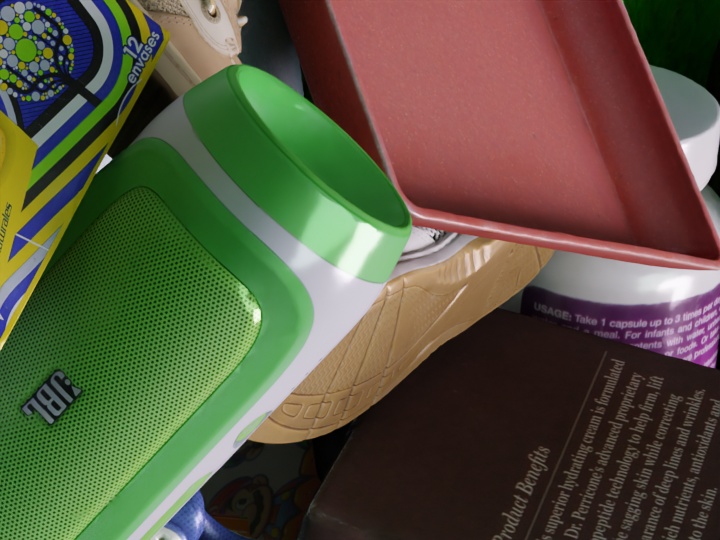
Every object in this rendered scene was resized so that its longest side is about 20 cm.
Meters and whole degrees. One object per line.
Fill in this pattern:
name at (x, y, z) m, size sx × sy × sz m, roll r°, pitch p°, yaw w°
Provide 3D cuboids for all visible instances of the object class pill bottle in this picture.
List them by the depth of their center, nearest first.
pill bottle at (0.098, 0.017, 1.099) m, size 0.112 × 0.112 × 0.200 m, roll -22°, pitch 130°, yaw -39°

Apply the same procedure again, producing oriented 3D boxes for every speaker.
speaker at (-0.077, 0.034, 0.778) m, size 0.200 × 0.088 × 0.088 m, roll -47°, pitch 144°, yaw 14°

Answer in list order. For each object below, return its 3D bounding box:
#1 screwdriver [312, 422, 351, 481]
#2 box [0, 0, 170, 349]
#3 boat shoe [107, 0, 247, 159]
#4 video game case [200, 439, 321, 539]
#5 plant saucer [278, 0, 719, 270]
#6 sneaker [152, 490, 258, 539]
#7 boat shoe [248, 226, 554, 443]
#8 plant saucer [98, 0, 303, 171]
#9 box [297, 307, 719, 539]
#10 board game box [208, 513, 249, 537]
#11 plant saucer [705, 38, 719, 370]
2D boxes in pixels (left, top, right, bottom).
screwdriver at (-0.011, -0.002, 1.003) m, size 0.029 × 0.028 × 0.200 m, roll -59°, pitch 151°, yaw -54°
box at (-0.136, -0.001, 0.740) m, size 0.064 × 0.070 × 0.200 m, roll 36°, pitch 67°, yaw -25°
boat shoe at (-0.065, -0.085, 0.828) m, size 0.065 × 0.071 × 0.200 m, roll -44°, pitch 106°, yaw -25°
video game case at (-0.039, 0.032, 1.027) m, size 0.182 × 0.024 × 0.200 m, roll 4°, pitch 109°, yaw -49°
plant saucer at (0.034, -0.089, 0.942) m, size 0.037 × 0.200 × 0.200 m, roll -33°, pitch 155°, yaw 32°
sneaker at (-0.099, 0.079, 0.883) m, size 0.088 × 0.075 × 0.200 m, roll -35°, pitch 129°, yaw 28°
boat shoe at (0.000, 0.000, 0.954) m, size 0.200 × 0.069 × 0.071 m, roll -29°, pitch 151°, yaw -49°
plant saucer at (-0.091, -0.026, 0.898) m, size 0.201 × 0.039 × 0.201 m, roll -19°, pitch 122°, yaw -33°
box at (0.086, 0.137, 1.001) m, size 0.166 × 0.200 × 0.164 m, roll -57°, pitch 160°, yaw -54°
board game box at (-0.120, 0.133, 0.932) m, size 0.200 × 0.019 × 0.103 m, roll 10°, pitch 72°, yaw -40°
plant saucer at (0.170, -0.025, 1.137) m, size 0.200 × 0.029 × 0.200 m, roll -175°, pitch -90°, yaw -89°
